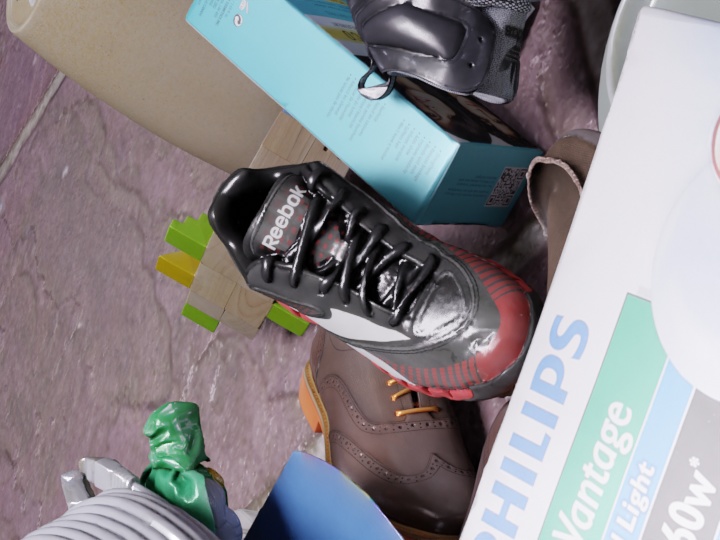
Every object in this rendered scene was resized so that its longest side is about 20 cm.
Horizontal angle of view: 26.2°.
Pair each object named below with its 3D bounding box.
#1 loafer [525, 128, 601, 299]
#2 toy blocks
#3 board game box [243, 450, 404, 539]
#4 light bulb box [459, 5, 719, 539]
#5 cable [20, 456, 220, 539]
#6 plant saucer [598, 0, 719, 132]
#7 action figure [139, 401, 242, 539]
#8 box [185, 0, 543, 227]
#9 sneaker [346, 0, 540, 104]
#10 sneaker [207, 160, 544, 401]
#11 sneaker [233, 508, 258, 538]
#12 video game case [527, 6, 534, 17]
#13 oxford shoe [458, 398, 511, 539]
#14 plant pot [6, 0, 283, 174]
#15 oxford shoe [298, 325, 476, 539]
[{"bbox_3d":[0.105,0.021,0.640,0.073,0.070,0.201,83,170,-49],"label":"loafer"},{"bbox_3d":[-0.044,-0.048,0.939,0.138,0.099,0.200,-62,3,-23],"label":"toy blocks"},{"bbox_3d":[0.005,0.175,0.745,0.159,0.039,0.201,56,143,23],"label":"board game box"},{"bbox_3d":[0.160,0.045,0.467,0.199,0.124,0.200,22,96,43],"label":"light bulb box"},{"bbox_3d":[-0.095,0.200,0.708,0.199,0.069,0.202,13,114,48],"label":"cable"},{"bbox_3d":[0.157,-0.097,0.664,0.200,0.050,0.202,-34,49,50],"label":"plant saucer"},{"bbox_3d":[-0.068,0.159,0.756,0.118,0.054,0.202,7,115,56],"label":"action figure"},{"bbox_3d":[-0.001,-0.100,0.830,0.200,0.082,0.049,43,115,30],"label":"box"},{"bbox_3d":[0.078,-0.140,0.725,0.198,0.075,0.115,-11,85,26],"label":"sneaker"},{"bbox_3d":[0.000,0.000,0.725,0.200,0.098,0.071,27,85,42],"label":"sneaker"},{"bbox_3d":[-0.056,0.173,0.879,0.198,0.099,0.079,4,117,39],"label":"sneaker"},{"bbox_3d":[-0.018,-0.201,0.881,0.046,0.181,0.200,-53,30,-3],"label":"video game case"},{"bbox_3d":[0.078,0.146,0.674,0.072,0.071,0.202,-39,34,51],"label":"oxford shoe"},{"bbox_3d":[-0.129,-0.175,1.046,0.187,0.198,0.189,-34,48,48],"label":"plant pot"},{"bbox_3d":[0.015,0.073,0.793,0.200,0.070,0.074,-131,46,-56],"label":"oxford shoe"}]
